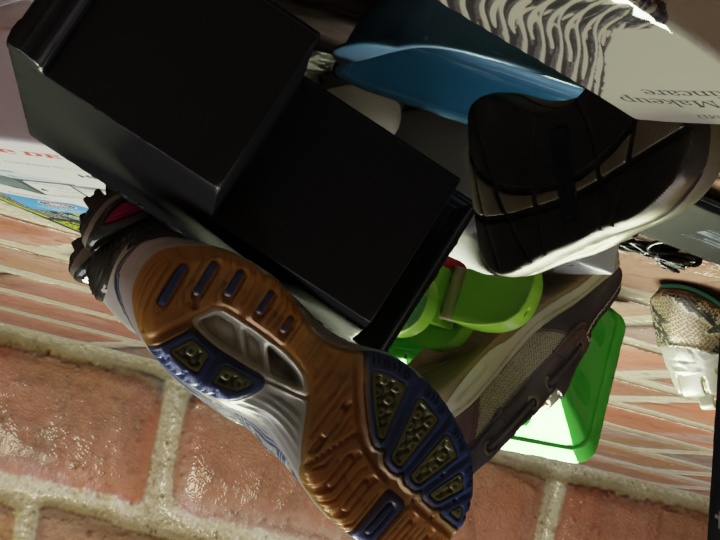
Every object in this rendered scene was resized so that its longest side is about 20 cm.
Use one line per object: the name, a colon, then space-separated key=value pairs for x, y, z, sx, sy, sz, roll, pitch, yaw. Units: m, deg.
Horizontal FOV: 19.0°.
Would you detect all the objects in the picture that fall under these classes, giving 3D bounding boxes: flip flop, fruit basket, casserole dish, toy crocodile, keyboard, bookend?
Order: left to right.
bookend: x=-0.041 y=-0.059 z=0.920 sx=0.198 sy=0.092 sz=0.200 roll=33 pitch=171 yaw=-1
toy crocodile: x=0.000 y=0.000 z=1.134 sx=0.199 sy=0.062 sz=0.067 roll=13 pitch=175 yaw=29
fruit basket: x=0.105 y=0.073 z=1.710 sx=0.215 sy=0.156 sz=0.216 roll=14 pitch=155 yaw=7
casserole dish: x=0.083 y=-0.087 z=0.964 sx=0.199 sy=0.039 sz=0.121 roll=17 pitch=171 yaw=-26
flip flop: x=0.099 y=-0.044 z=0.891 sx=0.057 sy=0.081 sz=0.200 roll=-4 pitch=174 yaw=-26
keyboard: x=0.198 y=-0.024 z=1.295 sx=0.200 sy=0.021 sz=0.127 roll=20 pitch=162 yaw=-38

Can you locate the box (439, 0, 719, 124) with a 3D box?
box: x=0.081 y=-0.109 z=0.711 sx=0.082 sy=0.069 sz=0.200 roll=5 pitch=169 yaw=39

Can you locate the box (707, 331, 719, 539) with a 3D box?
box: x=0.277 y=0.048 z=0.987 sx=0.198 sy=0.201 sz=0.123 roll=14 pitch=159 yaw=-22

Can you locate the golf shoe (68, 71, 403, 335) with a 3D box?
golf shoe: x=-0.047 y=-0.027 z=1.067 sx=0.088 sy=0.200 sz=0.077 roll=48 pitch=153 yaw=18

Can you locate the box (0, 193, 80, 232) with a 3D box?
box: x=-0.177 y=-0.058 z=1.507 sx=0.160 sy=0.044 sz=0.200 roll=8 pitch=171 yaw=30

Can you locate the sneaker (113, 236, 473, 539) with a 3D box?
sneaker: x=-0.029 y=0.050 z=0.972 sx=0.200 sy=0.075 sz=0.088 roll=46 pitch=172 yaw=-23

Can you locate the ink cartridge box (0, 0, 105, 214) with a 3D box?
ink cartridge box: x=-0.144 y=-0.084 z=1.135 sx=0.146 sy=0.086 sz=0.200 roll=7 pitch=173 yaw=16

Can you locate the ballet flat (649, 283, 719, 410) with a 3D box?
ballet flat: x=0.265 y=0.067 z=1.622 sx=0.068 sy=0.076 sz=0.200 roll=8 pitch=171 yaw=27

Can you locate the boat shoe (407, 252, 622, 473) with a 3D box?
boat shoe: x=0.086 y=0.049 z=1.183 sx=0.072 sy=0.065 sz=0.200 roll=-9 pitch=-160 yaw=39

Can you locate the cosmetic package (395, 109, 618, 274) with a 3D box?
cosmetic package: x=0.046 y=-0.042 z=1.206 sx=0.101 sy=0.072 sz=0.200 roll=17 pitch=169 yaw=-35
